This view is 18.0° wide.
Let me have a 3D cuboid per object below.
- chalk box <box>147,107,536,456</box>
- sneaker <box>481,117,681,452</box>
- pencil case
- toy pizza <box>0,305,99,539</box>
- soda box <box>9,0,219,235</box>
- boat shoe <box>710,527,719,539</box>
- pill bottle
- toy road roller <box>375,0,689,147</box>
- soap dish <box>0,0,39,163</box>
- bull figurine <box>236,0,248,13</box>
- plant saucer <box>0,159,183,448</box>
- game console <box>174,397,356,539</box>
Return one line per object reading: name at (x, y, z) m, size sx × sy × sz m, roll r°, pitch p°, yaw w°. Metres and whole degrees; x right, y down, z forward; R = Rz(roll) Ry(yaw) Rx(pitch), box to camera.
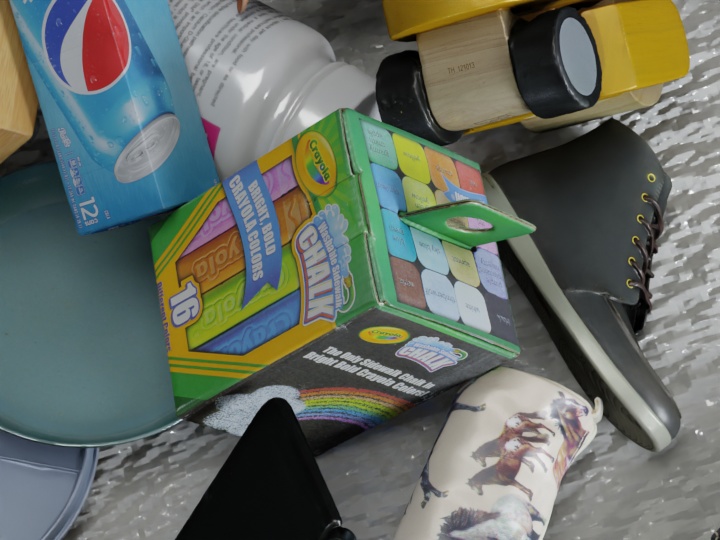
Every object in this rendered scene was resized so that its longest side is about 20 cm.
chalk box at (0.000, 0.000, 1.246) m, size 0.199 × 0.124 × 0.125 m, roll -29°, pitch 58°, yaw 31°
sneaker at (0.151, 0.000, 1.300) m, size 0.106 × 0.075 × 0.201 m, roll -29°, pitch 63°, yaw -4°
pencil case at (0.065, 0.145, 1.242) m, size 0.089 × 0.078 × 0.201 m, roll 23°, pitch 69°, yaw 3°
toy pizza at (-0.249, 0.106, 1.322) m, size 0.198 × 0.032 × 0.202 m, roll -1°, pitch 61°, yaw 1°
soda box at (-0.146, -0.127, 1.288) m, size 0.064 × 0.068 × 0.202 m, roll -16°, pitch 92°, yaw 29°
boat shoe at (0.229, 0.152, 1.241) m, size 0.199 × 0.073 × 0.063 m, roll -38°, pitch 23°, yaw -5°
pill bottle at (-0.085, -0.111, 1.363) m, size 0.199 × 0.114 × 0.114 m, roll 29°, pitch 71°, yaw 19°
toy road roller at (0.090, -0.154, 1.296) m, size 0.122 × 0.199 × 0.147 m, roll -12°, pitch 90°, yaw 31°
soap dish at (-0.253, -0.117, 1.356) m, size 0.081 × 0.200 × 0.159 m, roll 20°, pitch 61°, yaw -28°
bull figurine at (-0.020, -0.204, 1.377) m, size 0.198 × 0.066 × 0.121 m, roll -4°, pitch 34°, yaw -31°
plant saucer at (-0.161, 0.022, 1.338) m, size 0.198 × 0.028 × 0.202 m, roll 2°, pitch 55°, yaw -3°
game console at (-0.029, 0.203, 1.196) m, size 0.175 × 0.201 × 0.117 m, roll 31°, pitch 25°, yaw -4°
